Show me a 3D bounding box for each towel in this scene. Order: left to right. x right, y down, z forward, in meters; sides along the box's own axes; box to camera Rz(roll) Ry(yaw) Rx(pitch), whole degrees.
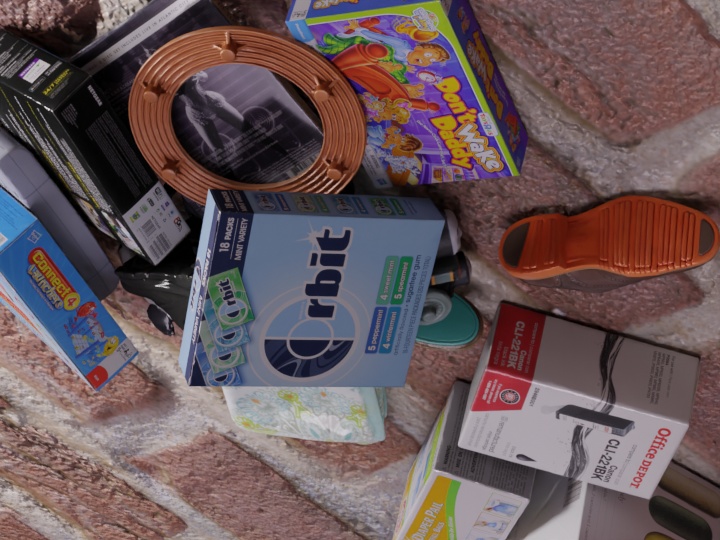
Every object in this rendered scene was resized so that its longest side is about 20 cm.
[{"bbox_3d":[-0.062,0.104,1.928,0.170,0.048,0.200,6,142,12],"label":"towel"}]

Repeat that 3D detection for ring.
[{"bbox_3d":[-0.094,-0.115,1.574,0.199,0.019,0.201,6,135,6],"label":"ring"}]

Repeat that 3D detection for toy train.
[{"bbox_3d":[0.000,0.000,1.708,0.199,0.085,0.114,-11,138,-1],"label":"toy train"}]

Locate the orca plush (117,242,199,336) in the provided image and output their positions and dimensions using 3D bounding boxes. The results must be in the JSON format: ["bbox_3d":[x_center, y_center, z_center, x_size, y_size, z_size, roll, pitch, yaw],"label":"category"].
[{"bbox_3d":[-0.134,0.017,1.834,0.199,0.071,0.106,20,117,10],"label":"orca plush"}]

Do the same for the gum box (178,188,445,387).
[{"bbox_3d":[-0.043,0.018,1.626,0.199,0.045,0.171,1,120,-21],"label":"gum box"}]

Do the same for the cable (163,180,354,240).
[{"bbox_3d":[-0.086,-0.072,1.705,0.163,0.051,0.200,25,142,-12],"label":"cable"}]

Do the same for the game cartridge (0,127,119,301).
[{"bbox_3d":[-0.296,-0.060,1.752,0.133,0.041,0.200,41,167,44],"label":"game cartridge"}]

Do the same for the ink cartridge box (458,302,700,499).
[{"bbox_3d":[0.208,0.127,1.826,0.199,0.084,0.145,15,143,1],"label":"ink cartridge box"}]

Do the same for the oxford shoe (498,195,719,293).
[{"bbox_3d":[0.223,-0.018,1.660,0.199,0.072,0.073,-1,158,32],"label":"oxford shoe"}]

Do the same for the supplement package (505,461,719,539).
[{"bbox_3d":[0.266,0.283,1.949,0.199,0.152,0.151,29,141,-18],"label":"supplement package"}]

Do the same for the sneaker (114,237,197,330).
[{"bbox_3d":[-0.153,0.025,1.721,0.200,0.076,0.091,12,127,54],"label":"sneaker"}]

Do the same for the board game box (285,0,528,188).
[{"bbox_3d":[0.041,-0.154,1.555,0.134,0.045,0.200,-4,139,25],"label":"board game box"}]

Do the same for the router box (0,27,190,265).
[{"bbox_3d":[-0.246,-0.108,1.662,0.149,0.051,0.200,29,157,41],"label":"router box"}]

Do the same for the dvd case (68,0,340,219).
[{"bbox_3d":[-0.129,-0.137,1.608,0.148,0.016,0.200,-29,113,29],"label":"dvd case"}]

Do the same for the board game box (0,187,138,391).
[{"bbox_3d":[-0.318,-0.005,1.784,0.200,0.056,0.196,35,163,44],"label":"board game box"}]

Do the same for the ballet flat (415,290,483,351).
[{"bbox_3d":[0.019,0.036,1.803,0.199,0.068,0.072,12,164,5],"label":"ballet flat"}]

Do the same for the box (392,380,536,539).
[{"bbox_3d":[0.108,0.221,1.962,0.101,0.113,0.200,18,145,-3],"label":"box"}]
